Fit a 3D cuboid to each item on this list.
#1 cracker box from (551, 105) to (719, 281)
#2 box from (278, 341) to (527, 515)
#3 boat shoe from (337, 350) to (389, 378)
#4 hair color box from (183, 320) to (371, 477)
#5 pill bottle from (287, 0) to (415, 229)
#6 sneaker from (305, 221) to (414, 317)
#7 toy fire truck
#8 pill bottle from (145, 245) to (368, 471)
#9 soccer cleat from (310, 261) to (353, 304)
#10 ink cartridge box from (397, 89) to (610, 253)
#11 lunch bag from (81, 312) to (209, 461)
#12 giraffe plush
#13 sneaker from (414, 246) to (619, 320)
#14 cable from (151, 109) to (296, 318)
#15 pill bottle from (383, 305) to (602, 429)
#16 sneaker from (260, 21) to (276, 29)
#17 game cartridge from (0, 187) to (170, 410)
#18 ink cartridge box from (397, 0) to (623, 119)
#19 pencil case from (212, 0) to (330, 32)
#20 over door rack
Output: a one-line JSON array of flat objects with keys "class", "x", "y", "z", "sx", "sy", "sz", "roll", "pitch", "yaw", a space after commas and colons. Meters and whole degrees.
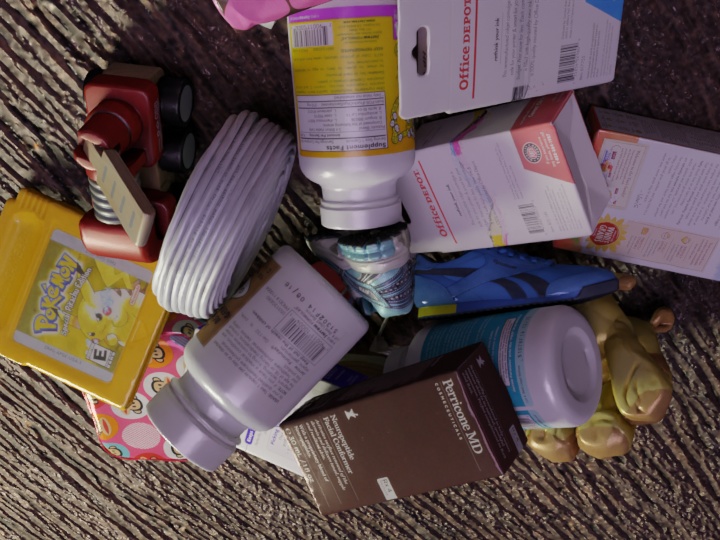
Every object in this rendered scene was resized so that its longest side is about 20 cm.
[{"class": "cracker box", "x": 0.299, "y": -0.070, "z": 0.848, "sx": 0.200, "sy": 0.058, "sz": 0.134, "roll": 12, "pitch": 125, "yaw": -3}, {"class": "box", "x": 0.036, "y": 0.146, "z": 0.786, "sx": 0.200, "sy": 0.075, "sz": 0.100, "roll": -23, "pitch": 94, "yaw": 30}, {"class": "boat shoe", "x": -0.032, "y": 0.141, "z": 0.967, "sx": 0.200, "sy": 0.076, "sz": 0.072, "roll": -13, "pitch": 123, "yaw": 40}, {"class": "hair color box", "x": -0.086, "y": 0.136, "z": 0.911, "sx": 0.200, "sy": 0.065, "sz": 0.109, "roll": 21, "pitch": 106, "yaw": 10}, {"class": "pill bottle", "x": -0.006, "y": -0.141, "z": 0.761, "sx": 0.104, "sy": 0.104, "sz": 0.200, "roll": -2, "pitch": 105, "yaw": 6}, {"class": "sneaker", "x": 0.000, "y": 0.000, "z": 0.836, "sx": 0.077, "sy": 0.200, "sz": 0.086, "roll": -16, "pitch": 100, "yaw": -9}, {"class": "toy fire truck", "x": -0.209, "y": -0.071, "z": 0.792, "sx": 0.128, "sy": 0.200, "sz": 0.176, "roll": 9, "pitch": 125, "yaw": 7}, {"class": "pill bottle", "x": -0.098, "y": 0.084, "z": 0.815, "sx": 0.200, "sy": 0.114, "sz": 0.114, "roll": -46, "pitch": 114, "yaw": -3}, {"class": "soccer cleat", "x": -0.066, "y": 0.052, "z": 0.967, "sx": 0.200, "sy": 0.067, "sz": 0.076, "roll": -36, "pitch": 147, "yaw": 19}, {"class": "ink cartridge box", "x": 0.115, "y": -0.086, "z": 0.819, "sx": 0.200, "sy": 0.068, "sz": 0.117, "roll": -6, "pitch": 123, "yaw": 37}, {"class": "lunch bag", "x": -0.225, "y": 0.131, "z": 1.012, "sx": 0.176, "sy": 0.082, "sz": 0.200, "roll": -2, "pitch": 124, "yaw": 5}, {"class": "giraffe plush", "x": 0.257, "y": 0.097, "z": 0.907, "sx": 0.172, "sy": 0.200, "sz": 0.162, "roll": -18, "pitch": 157, "yaw": 37}, {"class": "sneaker", "x": 0.144, "y": 0.003, "z": 0.845, "sx": 0.200, "sy": 0.066, "sz": 0.079, "roll": -6, "pitch": 80, "yaw": 21}, {"class": "cable", "x": -0.125, "y": -0.047, "z": 0.809, "sx": 0.069, "sy": 0.200, "sz": 0.200, "roll": 26, "pitch": 123, "yaw": -2}, {"class": "pill bottle", "x": 0.120, "y": 0.098, "z": 0.841, "sx": 0.200, "sy": 0.111, "sz": 0.111, "roll": -10, "pitch": 126, "yaw": 39}, {"class": "sneaker", "x": -0.081, "y": -0.305, "z": 0.709, "sx": 0.114, "sy": 0.073, "sz": 0.201, "roll": 28, "pitch": 122, "yaw": -11}, {"class": "game cartridge", "x": -0.302, "y": 0.029, "z": 0.918, "sx": 0.200, "sy": 0.032, "sz": 0.177, "roll": 24, "pitch": 98, "yaw": 0}, {"class": "ink cartridge box", "x": 0.112, "y": -0.203, "z": 0.722, "sx": 0.200, "sy": 0.068, "sz": 0.116, "roll": -13, "pitch": 125, "yaw": -15}, {"class": "pencil case", "x": -0.025, "y": -0.251, "z": 0.649, "sx": 0.200, "sy": 0.091, "sz": 0.094, "roll": -17, "pitch": 97, "yaw": 6}, {"class": "over door rack", "x": 0.096, "y": 0.062, "z": 0.949, "sx": 0.148, "sy": 0.067, "sz": 0.200, "roll": 15, "pitch": 124, "yaw": -7}]
